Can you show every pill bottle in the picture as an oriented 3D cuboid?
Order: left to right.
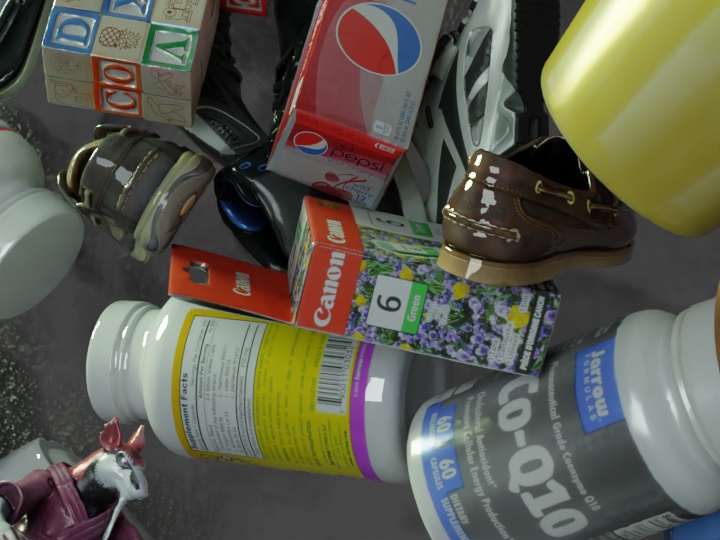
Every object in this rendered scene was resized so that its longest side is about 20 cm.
[{"bbox_3d":[-0.268,-0.062,1.467,0.200,0.109,0.109,40,98,21],"label":"pill bottle"},{"bbox_3d":[-0.054,0.062,1.370,0.199,0.104,0.105,6,85,23],"label":"pill bottle"},{"bbox_3d":[0.134,0.089,1.266,0.199,0.114,0.114,-25,75,30],"label":"pill bottle"}]

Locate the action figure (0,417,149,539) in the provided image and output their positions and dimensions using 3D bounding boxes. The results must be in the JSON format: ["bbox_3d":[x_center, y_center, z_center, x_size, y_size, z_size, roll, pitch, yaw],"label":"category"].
[{"bbox_3d":[-0.177,0.175,1.352,0.201,0.134,0.149,-60,24,-9],"label":"action figure"}]

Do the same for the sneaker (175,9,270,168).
[{"bbox_3d":[-0.109,-0.151,1.435,0.086,0.080,0.200,-38,77,2],"label":"sneaker"}]

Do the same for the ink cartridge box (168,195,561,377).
[{"bbox_3d":[0.000,0.000,1.265,0.199,0.109,0.051,13,104,-7],"label":"ink cartridge box"}]

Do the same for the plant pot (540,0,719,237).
[{"bbox_3d":[0.204,-0.125,1.252,0.189,0.200,0.201,-46,69,26],"label":"plant pot"}]

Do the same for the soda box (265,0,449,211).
[{"bbox_3d":[0.008,-0.136,1.330,0.070,0.063,0.201,20,54,-7],"label":"soda box"}]

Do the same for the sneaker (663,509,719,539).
[{"bbox_3d":[0.206,0.191,1.226,0.080,0.146,0.201,-29,74,16],"label":"sneaker"}]

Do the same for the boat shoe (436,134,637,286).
[{"bbox_3d":[0.104,-0.037,1.263,0.070,0.200,0.071,15,101,21],"label":"boat shoe"}]

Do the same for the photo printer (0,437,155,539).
[{"bbox_3d":[-0.185,0.214,1.421,0.200,0.069,0.167,45,100,21],"label":"photo printer"}]

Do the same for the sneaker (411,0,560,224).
[{"bbox_3d":[0.063,-0.110,1.359,0.088,0.074,0.201,6,89,26],"label":"sneaker"}]

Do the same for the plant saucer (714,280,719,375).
[{"bbox_3d":[0.240,0.057,1.209,0.037,0.200,0.201,-24,75,36],"label":"plant saucer"}]

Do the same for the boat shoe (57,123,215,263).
[{"bbox_3d":[-0.131,-0.054,1.368,0.073,0.200,0.075,35,82,-7],"label":"boat shoe"}]

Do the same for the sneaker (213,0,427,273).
[{"bbox_3d":[-0.040,-0.084,1.365,0.073,0.111,0.201,-54,51,55],"label":"sneaker"}]

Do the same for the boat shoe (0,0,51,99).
[{"bbox_3d":[-0.227,-0.212,1.492,0.074,0.066,0.200,16,89,23],"label":"boat shoe"}]

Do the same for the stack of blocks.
[{"bbox_3d":[-0.107,-0.185,1.385,0.115,0.059,0.201,9,60,3],"label":"stack of blocks"}]
